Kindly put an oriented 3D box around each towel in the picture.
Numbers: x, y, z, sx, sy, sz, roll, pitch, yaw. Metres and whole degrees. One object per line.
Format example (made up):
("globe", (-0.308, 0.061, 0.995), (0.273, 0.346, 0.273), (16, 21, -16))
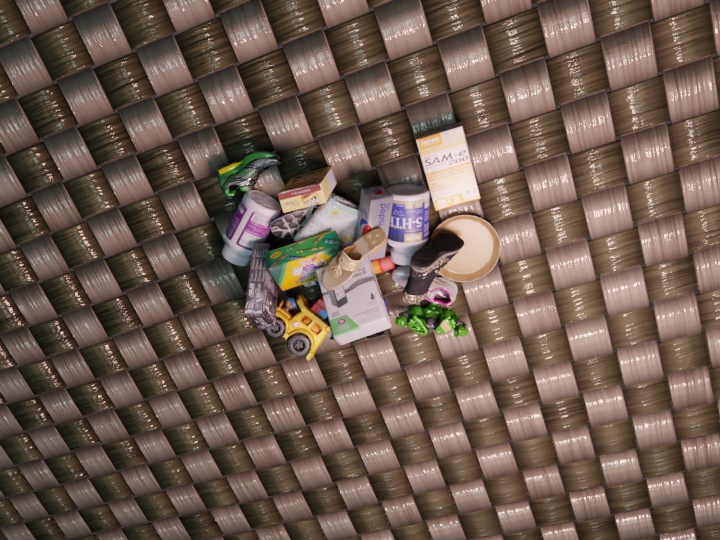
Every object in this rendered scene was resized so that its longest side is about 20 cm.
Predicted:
("towel", (-0.058, -0.110, 1.673), (0.200, 0.048, 0.171), (21, 119, -40))

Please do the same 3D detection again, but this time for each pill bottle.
("pill bottle", (0.126, -0.123, 1.656), (0.119, 0.120, 0.201), (0, 114, 6))
("pill bottle", (-0.311, -0.115, 1.712), (0.112, 0.112, 0.200), (30, 113, -7))

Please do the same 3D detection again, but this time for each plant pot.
("plant pot", (0.290, -0.064, 1.715), (0.199, 0.028, 0.201), (2, 115, 5))

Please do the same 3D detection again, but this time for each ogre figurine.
("ogre figurine", (0.204, 0.142, 1.763), (0.199, 0.120, 0.098), (-11, 108, 9))

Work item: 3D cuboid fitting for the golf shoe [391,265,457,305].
("golf shoe", (0.182, 0.042, 1.738), (0.199, 0.092, 0.076), (17, 116, 0))

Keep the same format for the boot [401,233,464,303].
("boot", (0.192, -0.007, 1.664), (0.073, 0.203, 0.154), (38, 137, 24))

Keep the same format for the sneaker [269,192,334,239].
("sneaker", (-0.157, -0.158, 1.679), (0.200, 0.083, 0.081), (-28, 128, -5))

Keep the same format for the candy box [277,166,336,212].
("candy box", (-0.136, -0.215, 1.599), (0.115, 0.200, 0.055), (-12, 111, 11))

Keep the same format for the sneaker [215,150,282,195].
("sneaker", (-0.294, -0.262, 1.654), (0.199, 0.078, 0.085), (-22, 80, 22))

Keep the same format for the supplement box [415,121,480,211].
("supplement box", (0.230, -0.273, 1.604), (0.126, 0.074, 0.201), (-15, 111, 12))

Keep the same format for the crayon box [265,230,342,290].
("crayon box", (-0.141, -0.025, 1.649), (0.199, 0.058, 0.119), (-18, 146, 3))

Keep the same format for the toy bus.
("toy bus", (-0.173, 0.134, 1.804), (0.200, 0.136, 0.192), (39, 99, -8))

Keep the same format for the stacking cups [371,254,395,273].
("stacking cups", (0.000, 0.000, 1.755), (0.199, 0.061, 0.061), (-16, 111, 13))

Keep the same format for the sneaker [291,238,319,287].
("sneaker", (-0.178, -0.028, 1.752), (0.115, 0.081, 0.200), (-18, 111, 12))

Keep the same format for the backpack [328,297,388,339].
("backpack", (0.006, 0.115, 1.735), (0.162, 0.200, 0.169), (-6, 80, 12))

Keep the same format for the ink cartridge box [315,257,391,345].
("ink cartridge box", (-0.021, 0.072, 1.598), (0.145, 0.201, 0.084), (-21, 154, 6))

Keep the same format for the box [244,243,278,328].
("box", (-0.267, 0.046, 1.692), (0.050, 0.158, 0.201), (1, 71, 6))

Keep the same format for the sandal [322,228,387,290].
("sandal", (-0.026, -0.042, 1.560), (0.212, 0.070, 0.078), (-40, 63, -2))

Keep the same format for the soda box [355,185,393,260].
("soda box", (0.034, -0.123, 1.630), (0.068, 0.063, 0.201), (-12, 132, -23))
